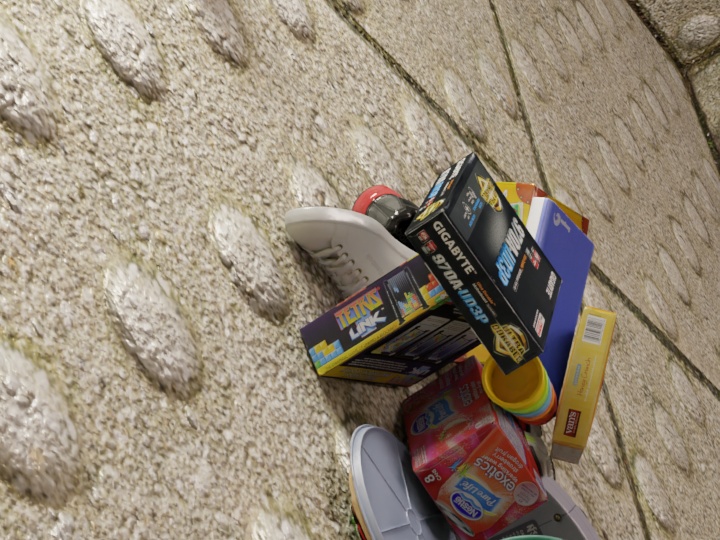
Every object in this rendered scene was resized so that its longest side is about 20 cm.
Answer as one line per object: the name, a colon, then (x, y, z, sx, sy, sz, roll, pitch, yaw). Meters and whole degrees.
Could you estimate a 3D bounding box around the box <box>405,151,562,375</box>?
box: (0.119, -0.011, 1.590, 0.159, 0.046, 0.200, 55, 20, -8)

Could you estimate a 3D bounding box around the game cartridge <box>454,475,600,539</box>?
game cartridge: (0.188, 0.312, 1.697, 0.201, 0.132, 0.041, 64, 21, 3)

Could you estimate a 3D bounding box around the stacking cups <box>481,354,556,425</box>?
stacking cups: (0.165, 0.124, 1.679, 0.200, 0.060, 0.061, 47, 21, -69)

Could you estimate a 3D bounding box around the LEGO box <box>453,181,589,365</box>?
LEGO box: (0.178, 0.019, 1.894, 0.149, 0.077, 0.202, 25, 73, -56)

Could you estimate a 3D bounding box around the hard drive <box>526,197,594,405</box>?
hard drive: (0.197, 0.041, 1.831, 0.132, 0.025, 0.202, 38, 62, -53)

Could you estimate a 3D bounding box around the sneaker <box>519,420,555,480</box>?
sneaker: (0.154, 0.195, 1.851, 0.200, 0.084, 0.078, -109, -156, -64)

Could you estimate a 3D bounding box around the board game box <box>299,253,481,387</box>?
board game box: (0.059, 0.048, 1.673, 0.200, 0.165, 0.057, 15, 47, -63)

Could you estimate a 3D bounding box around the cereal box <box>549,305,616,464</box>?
cereal box: (0.233, 0.125, 1.803, 0.200, 0.039, 0.145, 59, 45, -78)

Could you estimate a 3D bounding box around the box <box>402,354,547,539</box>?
box: (0.108, 0.174, 1.676, 0.100, 0.095, 0.200, 56, 7, -14)

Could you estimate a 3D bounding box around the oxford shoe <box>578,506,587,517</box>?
oxford shoe: (0.196, 0.276, 1.868, 0.200, 0.057, 0.076, 16, 53, -59)

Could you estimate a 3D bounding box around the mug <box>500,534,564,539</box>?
mug: (0.138, 0.329, 1.517, 0.153, 0.183, 0.115, -84, 170, -45)

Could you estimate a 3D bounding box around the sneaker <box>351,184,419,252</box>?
sneaker: (0.072, -0.006, 1.868, 0.201, 0.071, 0.098, 50, -10, -25)

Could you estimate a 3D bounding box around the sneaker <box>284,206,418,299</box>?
sneaker: (0.000, 0.000, 1.731, 0.199, 0.072, 0.085, 28, 59, -40)

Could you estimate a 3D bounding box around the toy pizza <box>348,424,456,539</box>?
toy pizza: (0.037, 0.237, 1.575, 0.201, 0.032, 0.201, 54, 19, -28)
